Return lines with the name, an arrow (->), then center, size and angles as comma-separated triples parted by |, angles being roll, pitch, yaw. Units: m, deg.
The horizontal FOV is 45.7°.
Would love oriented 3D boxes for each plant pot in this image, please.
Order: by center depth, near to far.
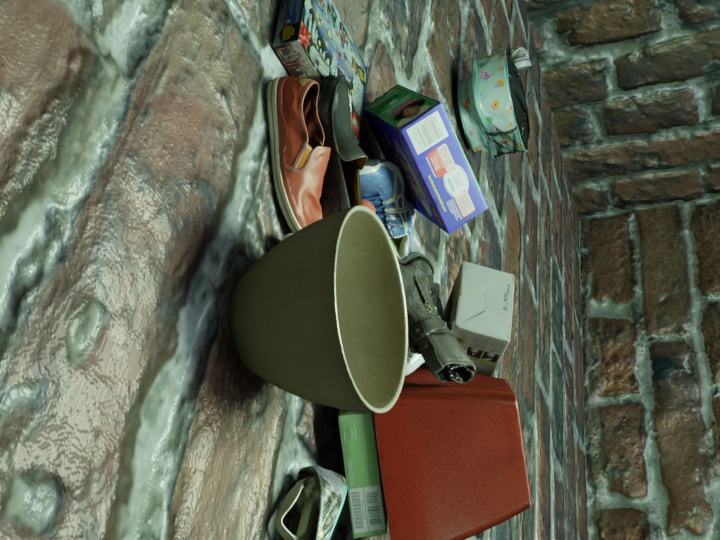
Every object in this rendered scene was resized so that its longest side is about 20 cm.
plant pot -> 0.115, 0.225, 1.078 | 0.200, 0.172, 0.205 | -21, 102, -85

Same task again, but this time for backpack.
backpack -> 0.289, -0.367, 1.864 | 0.201, 0.149, 0.179 | 67, 22, -56

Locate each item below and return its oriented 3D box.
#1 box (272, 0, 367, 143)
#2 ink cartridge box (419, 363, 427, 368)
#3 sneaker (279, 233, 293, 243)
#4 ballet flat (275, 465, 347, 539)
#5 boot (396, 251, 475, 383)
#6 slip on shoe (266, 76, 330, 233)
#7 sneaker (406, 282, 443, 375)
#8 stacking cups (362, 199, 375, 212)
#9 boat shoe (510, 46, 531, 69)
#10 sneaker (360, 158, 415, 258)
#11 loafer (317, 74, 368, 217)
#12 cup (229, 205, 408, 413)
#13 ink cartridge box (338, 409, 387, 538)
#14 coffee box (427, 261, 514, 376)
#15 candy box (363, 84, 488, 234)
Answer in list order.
box -> -0.047, -0.278, 1.121 | 0.201, 0.039, 0.140 | 53, 37, -53
ink cartridge box -> 0.042, 0.095, 1.218 | 0.110, 0.049, 0.203 | -67, 143, -52
sneaker -> -0.023, 0.038, 0.990 | 0.076, 0.103, 0.203 | -71, 147, -49
ballet flat -> -0.065, 0.290, 0.875 | 0.203, 0.070, 0.073 | -77, 151, -42
boot -> 0.080, 0.063, 1.037 | 0.175, 0.069, 0.199 | 54, 18, 18
slip on shoe -> -0.065, -0.127, 0.998 | 0.074, 0.060, 0.205 | -13, 97, -70
sneaker -> 0.077, 0.092, 1.150 | 0.201, 0.075, 0.082 | -56, 143, -57
stacking cups -> 0.000, 0.000, 1.126 | 0.061, 0.059, 0.204 | 56, 33, -49
boat shoe -> 0.467, -0.630, 2.543 | 0.200, 0.072, 0.067 | -58, 132, -73
sneaker -> 0.037, -0.089, 1.225 | 0.200, 0.074, 0.079 | 48, 36, -54
loafer -> -0.021, -0.140, 1.057 | 0.072, 0.071, 0.205 | -4, 95, -60
cup -> -0.049, 0.046, 0.869 | 0.200, 0.140, 0.206 | -7, 90, -69
ink cartridge box -> 0.008, 0.234, 1.092 | 0.200, 0.047, 0.149 | -56, 139, -87
coffee box -> 0.149, 0.102, 1.200 | 0.202, 0.078, 0.116 | 104, 0, -49
candy box -> 0.089, -0.165, 1.236 | 0.171, 0.076, 0.200 | 62, -6, -24
